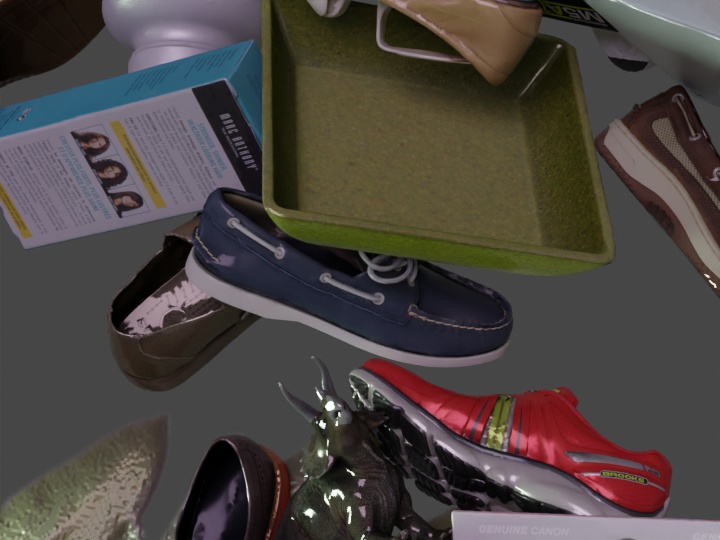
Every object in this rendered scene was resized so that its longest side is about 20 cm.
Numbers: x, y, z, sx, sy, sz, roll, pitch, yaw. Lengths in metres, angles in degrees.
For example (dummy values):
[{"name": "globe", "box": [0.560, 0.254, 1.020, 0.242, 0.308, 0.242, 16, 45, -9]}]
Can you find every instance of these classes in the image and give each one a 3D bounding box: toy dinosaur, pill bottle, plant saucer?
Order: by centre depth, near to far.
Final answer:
[{"name": "toy dinosaur", "box": [-0.010, 0.152, 1.047, 0.102, 0.077, 0.201, 40, 125, 31]}, {"name": "plant saucer", "box": [0.036, -0.071, 1.063, 0.199, 0.048, 0.200, 8, 44, -11]}, {"name": "pill bottle", "box": [-0.106, -0.206, 1.167, 0.110, 0.111, 0.201, -1, 72, 14]}]

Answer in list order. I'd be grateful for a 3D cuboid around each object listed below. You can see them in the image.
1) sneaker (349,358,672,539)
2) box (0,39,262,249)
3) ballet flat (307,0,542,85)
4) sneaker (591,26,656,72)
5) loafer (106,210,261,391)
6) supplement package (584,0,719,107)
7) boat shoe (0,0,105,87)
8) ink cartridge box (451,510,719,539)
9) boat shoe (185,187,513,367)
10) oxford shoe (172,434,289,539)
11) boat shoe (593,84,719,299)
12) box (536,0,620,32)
[{"name": "sneaker", "box": [0.087, 0.098, 1.055, 0.200, 0.077, 0.085, 26, 61, 19]}, {"name": "box", "box": [-0.138, -0.075, 1.117, 0.199, 0.082, 0.049, -11, 32, 28]}, {"name": "ballet flat", "box": [0.007, -0.165, 1.066, 0.199, 0.069, 0.063, 25, 109, 13]}, {"name": "sneaker", "box": [0.208, -0.232, 1.113, 0.080, 0.146, 0.201, 19, 121, 53]}, {"name": "loafer", "box": [-0.077, -0.007, 1.120, 0.076, 0.067, 0.200, 41, 87, 22]}, {"name": "supplement package", "box": [0.248, -0.191, 1.000, 0.151, 0.152, 0.200, 31, 90, 45]}, {"name": "boat shoe", "box": [-0.247, -0.158, 1.209, 0.200, 0.073, 0.063, -31, 49, 5]}, {"name": "ink cartridge box", "box": [0.147, 0.220, 0.987, 0.199, 0.045, 0.177, 1, 85, 14]}, {"name": "boat shoe", "box": [0.000, 0.000, 1.063, 0.199, 0.075, 0.062, 18, 120, -5]}, {"name": "oxford shoe", "box": [-0.092, 0.193, 1.059, 0.071, 0.073, 0.201, 3, 74, 15]}, {"name": "boat shoe", "box": [0.218, -0.026, 1.043, 0.075, 0.075, 0.203, -40, 68, 9]}, {"name": "box", "box": [0.042, -0.219, 1.058, 0.200, 0.193, 0.048, 20, 80, 43]}]
